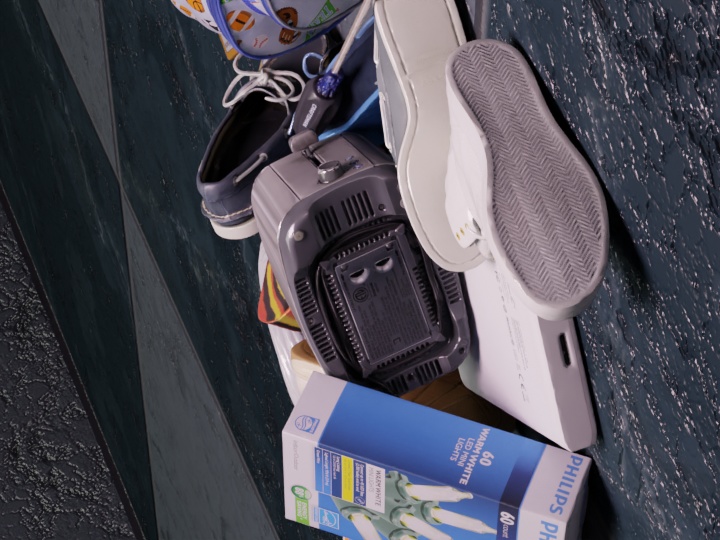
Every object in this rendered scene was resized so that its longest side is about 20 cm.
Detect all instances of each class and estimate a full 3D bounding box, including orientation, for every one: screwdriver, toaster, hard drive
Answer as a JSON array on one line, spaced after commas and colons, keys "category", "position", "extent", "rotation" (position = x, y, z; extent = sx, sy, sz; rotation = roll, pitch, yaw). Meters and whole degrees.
[{"category": "screwdriver", "position": [-0.011, -0.137, 1.573], "extent": [0.029, 0.028, 0.200], "rotation": [65, 156, 12]}, {"category": "toaster", "position": [0.000, 0.000, 1.643], "extent": [0.129, 0.113, 0.201], "rotation": [-126, 13, -62]}, {"category": "hard drive", "position": [0.098, 0.035, 1.591], "extent": [0.200, 0.027, 0.133], "rotation": [-152, 47, -70]}]

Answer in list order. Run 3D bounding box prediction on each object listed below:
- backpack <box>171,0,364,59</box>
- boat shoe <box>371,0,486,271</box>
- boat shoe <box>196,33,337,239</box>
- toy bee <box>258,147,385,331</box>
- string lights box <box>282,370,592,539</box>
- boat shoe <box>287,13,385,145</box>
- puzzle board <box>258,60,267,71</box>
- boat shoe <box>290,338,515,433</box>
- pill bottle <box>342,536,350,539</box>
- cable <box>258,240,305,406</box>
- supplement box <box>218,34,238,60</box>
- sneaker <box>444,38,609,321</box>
[{"category": "backpack", "position": [-0.053, -0.240, 1.561], "extent": [0.154, 0.199, 0.191], "rotation": [45, 155, 35]}, {"category": "boat shoe", "position": [0.049, -0.099, 1.545], "extent": [0.062, 0.072, 0.201], "rotation": [-173, 70, -84]}, {"category": "boat shoe", "position": [-0.070, -0.116, 1.778], "extent": [0.074, 0.201, 0.062], "rotation": [8, 143, 31]}, {"category": "toy bee", "position": [-0.032, -0.059, 1.816], "extent": [0.108, 0.130, 0.201], "rotation": [-13, 89, 46]}, {"category": "string lights box", "position": [0.050, 0.146, 1.591], "extent": [0.103, 0.199, 0.059], "rotation": [89, -158, -49]}, {"category": "boat shoe", "position": [0.007, -0.134, 1.675], "extent": [0.200, 0.084, 0.069], "rotation": [-31, 69, 59]}, {"category": "puzzle board", "position": [-0.055, -0.110, 2.037], "extent": [0.200, 0.017, 0.152], "rotation": [114, 137, -69]}, {"category": "boat shoe", "position": [0.032, 0.105, 1.734], "extent": [0.199, 0.074, 0.070], "rotation": [23, 125, 40]}, {"category": "pill bottle", "position": [0.071, 0.209, 1.724], "extent": [0.200, 0.111, 0.113], "rotation": [-155, 49, -66]}, {"category": "cable", "position": [-0.027, 0.053, 1.989], "extent": [0.200, 0.069, 0.201], "rotation": [115, 133, -69]}, {"category": "supplement box", "position": [-0.069, -0.217, 1.855], "extent": [0.200, 0.066, 0.069], "rotation": [174, 76, -77]}, {"category": "sneaker", "position": [0.099, -0.030, 1.433], "extent": [0.116, 0.073, 0.201], "rotation": [89, 169, -53]}]
